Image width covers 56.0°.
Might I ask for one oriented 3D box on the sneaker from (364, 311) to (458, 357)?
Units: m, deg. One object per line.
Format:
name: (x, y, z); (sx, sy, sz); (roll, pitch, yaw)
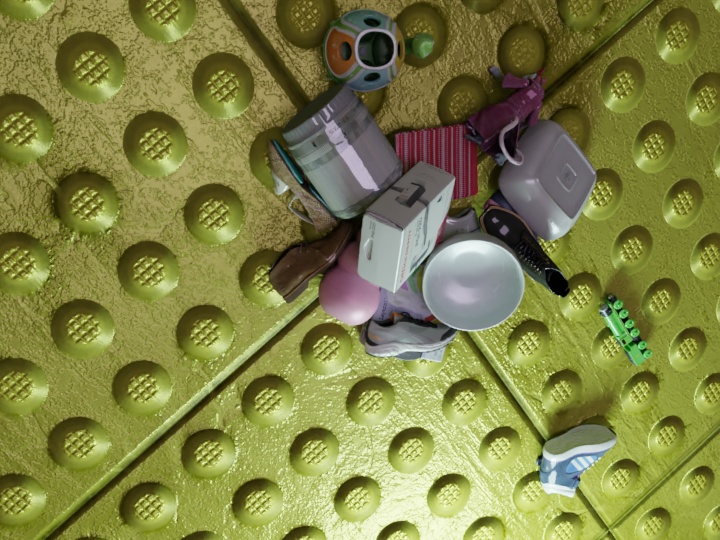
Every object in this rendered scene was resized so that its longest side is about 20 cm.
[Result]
sneaker: (0.102, 0.120, 1.341); (0.195, 0.074, 0.082); (-6, 101, -15)

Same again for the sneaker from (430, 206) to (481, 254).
sneaker: (0.151, -0.077, 1.363); (0.196, 0.073, 0.073); (-18, 100, -21)

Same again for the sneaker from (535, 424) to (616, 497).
sneaker: (0.512, 0.459, 1.605); (0.195, 0.081, 0.150); (-12, 116, -16)

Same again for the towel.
towel: (0.151, -0.206, 1.326); (0.196, 0.022, 0.148); (-12, 108, -27)

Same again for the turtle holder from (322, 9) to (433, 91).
turtle holder: (0.027, -0.384, 1.205); (0.182, 0.132, 0.144); (20, 98, -20)

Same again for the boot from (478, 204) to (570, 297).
boot: (0.323, -0.040, 1.311); (0.199, 0.139, 0.078); (38, 101, -16)

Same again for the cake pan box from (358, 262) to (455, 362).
cake pan box: (0.106, 0.081, 1.395); (0.180, 0.052, 0.205); (14, 100, -17)

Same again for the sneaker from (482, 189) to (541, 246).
sneaker: (0.315, -0.071, 1.407); (0.081, 0.070, 0.203); (-30, 102, -11)

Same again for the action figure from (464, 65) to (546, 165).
action figure: (0.293, -0.313, 1.294); (0.134, 0.149, 0.201); (42, 89, -20)

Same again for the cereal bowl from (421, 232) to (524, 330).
cereal bowl: (0.218, 0.013, 1.325); (0.195, 0.084, 0.205); (2, 117, 4)

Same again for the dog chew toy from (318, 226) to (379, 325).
dog chew toy: (0.000, 0.000, 1.306); (0.123, 0.124, 0.203); (26, 92, -21)

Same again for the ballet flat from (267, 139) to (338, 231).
ballet flat: (-0.121, -0.149, 1.261); (0.065, 0.071, 0.201); (-37, 108, 12)

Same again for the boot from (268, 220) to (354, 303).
boot: (-0.095, -0.032, 1.298); (0.200, 0.074, 0.076); (-44, 104, 2)

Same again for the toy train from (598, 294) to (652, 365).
toy train: (0.611, 0.139, 1.566); (0.056, 0.042, 0.201); (-36, 111, 7)

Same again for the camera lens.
camera lens: (-0.028, -0.209, 1.220); (0.159, 0.160, 0.201); (-39, 111, -3)

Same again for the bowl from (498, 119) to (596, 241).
bowl: (0.393, -0.186, 1.366); (0.199, 0.074, 0.202); (43, 69, -22)

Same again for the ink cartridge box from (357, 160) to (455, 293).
ink cartridge box: (0.082, -0.080, 1.206); (0.200, 0.084, 0.148); (-43, 150, -41)
